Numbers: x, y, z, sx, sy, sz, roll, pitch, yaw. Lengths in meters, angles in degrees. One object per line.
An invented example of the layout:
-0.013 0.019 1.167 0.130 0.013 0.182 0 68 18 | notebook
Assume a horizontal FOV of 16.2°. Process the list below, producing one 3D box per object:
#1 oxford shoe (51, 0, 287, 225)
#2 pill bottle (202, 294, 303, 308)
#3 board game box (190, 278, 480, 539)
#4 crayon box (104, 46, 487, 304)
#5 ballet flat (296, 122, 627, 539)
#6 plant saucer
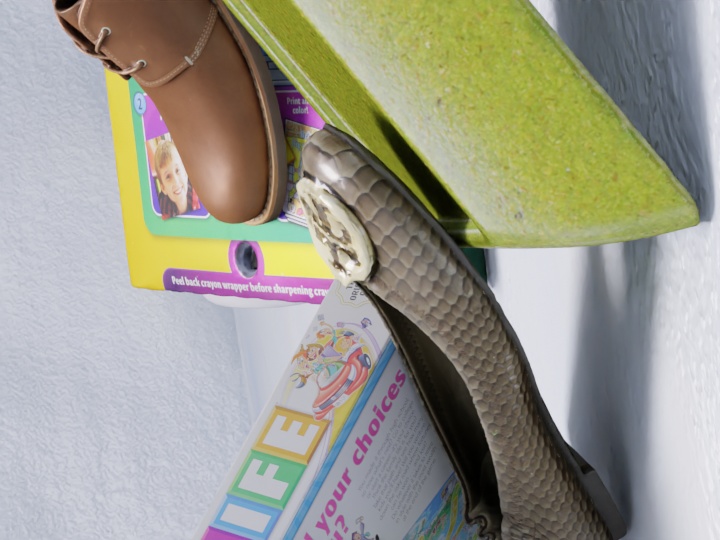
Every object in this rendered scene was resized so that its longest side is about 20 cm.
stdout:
-0.092 -0.102 1.072 0.071 0.071 0.201 -1 117 52 | oxford shoe
-0.060 -0.084 1.567 0.104 0.104 0.201 -121 24 -75 | pill bottle
-0.005 0.109 0.862 0.201 0.034 0.135 -61 -39 -22 | board game box
-0.036 -0.077 1.134 0.199 0.058 0.174 4 103 50 | crayon box
0.028 0.034 0.812 0.067 0.046 0.200 46 171 51 | ballet flat
0.003 -0.075 0.775 0.200 0.048 0.200 50 176 -5 | plant saucer
